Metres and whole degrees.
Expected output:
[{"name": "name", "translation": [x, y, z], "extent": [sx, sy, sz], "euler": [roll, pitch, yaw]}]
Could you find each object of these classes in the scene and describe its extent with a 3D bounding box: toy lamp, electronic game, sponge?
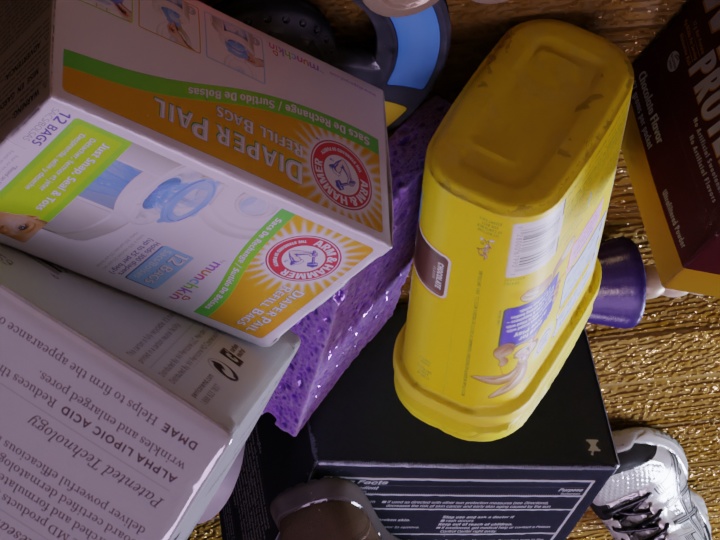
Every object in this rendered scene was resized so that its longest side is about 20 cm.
[{"name": "toy lamp", "translation": [0.213, 0.004, 1.467], "extent": [0.199, 0.058, 0.058], "euler": [-3, 146, -16]}, {"name": "electronic game", "translation": [-0.052, -0.109, 1.224], "extent": [0.199, 0.042, 0.200], "euler": [-8, 147, -5]}, {"name": "sponge", "translation": [0.000, 0.000, 1.344], "extent": [0.030, 0.112, 0.200], "euler": [33, 144, 11]}]

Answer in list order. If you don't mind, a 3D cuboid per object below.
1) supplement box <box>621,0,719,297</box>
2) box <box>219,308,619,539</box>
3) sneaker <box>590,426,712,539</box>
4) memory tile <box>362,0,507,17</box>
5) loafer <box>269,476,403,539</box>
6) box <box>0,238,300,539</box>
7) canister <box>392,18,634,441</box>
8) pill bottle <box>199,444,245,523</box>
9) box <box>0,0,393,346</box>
[{"name": "supplement box", "translation": [0.276, -0.086, 1.281], "extent": [0.197, 0.133, 0.200], "euler": [9, 141, -29]}, {"name": "box", "translation": [0.031, 0.124, 1.521], "extent": [0.199, 0.124, 0.199], "euler": [3, 145, -19]}, {"name": "sneaker", "translation": [0.211, 0.181, 1.699], "extent": [0.075, 0.088, 0.200], "euler": [-22, 144, 18]}, {"name": "memory tile", "translation": [0.096, -0.188, 1.149], "extent": [0.199, 0.017, 0.154], "euler": [-10, 142, -15]}, {"name": "loafer", "translation": [-0.001, 0.197, 1.448], "extent": [0.073, 0.071, 0.200], "euler": [-20, 145, 15]}, {"name": "box", "translation": [-0.157, 0.057, 1.204], "extent": [0.200, 0.199, 0.131], "euler": [32, 105, 1]}, {"name": "canister", "translation": [0.083, -0.022, 1.308], "extent": [0.086, 0.149, 0.200], "euler": [25, 145, 15]}, {"name": "pill bottle", "translation": [-0.175, 0.092, 1.415], "extent": [0.200, 0.116, 0.116], "euler": [12, 140, -33]}, {"name": "box", "translation": [-0.093, -0.058, 1.167], "extent": [0.200, 0.102, 0.112], "euler": [24, 136, -32]}]
